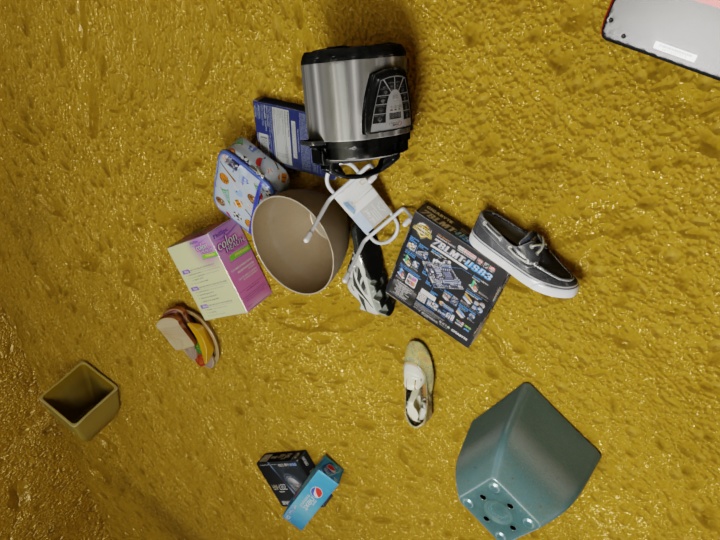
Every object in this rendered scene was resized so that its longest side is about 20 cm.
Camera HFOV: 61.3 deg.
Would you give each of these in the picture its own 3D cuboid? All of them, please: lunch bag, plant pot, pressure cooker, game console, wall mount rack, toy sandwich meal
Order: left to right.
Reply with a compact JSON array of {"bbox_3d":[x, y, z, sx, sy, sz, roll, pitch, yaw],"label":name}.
[{"bbox_3d":[-0.994,0.497,2.196,0.191,0.196,0.203,28,139,20],"label":"plant pot"},{"bbox_3d":[-0.476,0.193,1.687,0.201,0.070,0.210,19,127,27],"label":"toy sandwich meal"},{"bbox_3d":[-0.223,-0.164,1.249,0.159,0.076,0.201,39,146,7],"label":"lunch bag"},{"bbox_3d":[-0.096,-0.076,1.187,0.197,0.134,0.205,19,128,27],"label":"plant pot"},{"bbox_3d":[-0.008,-0.086,1.080,0.173,0.075,0.200,-40,123,6],"label":"wall mount rack"},{"bbox_3d":[-0.003,-0.250,0.969,0.171,0.179,0.205,-1,108,9],"label":"pressure cooker"},{"bbox_3d":[0.289,0.379,1.129,0.195,0.200,0.197,43,134,5],"label":"plant pot"},{"bbox_3d":[0.409,-0.334,0.720,0.197,0.031,0.180,30,135,20],"label":"game console"}]

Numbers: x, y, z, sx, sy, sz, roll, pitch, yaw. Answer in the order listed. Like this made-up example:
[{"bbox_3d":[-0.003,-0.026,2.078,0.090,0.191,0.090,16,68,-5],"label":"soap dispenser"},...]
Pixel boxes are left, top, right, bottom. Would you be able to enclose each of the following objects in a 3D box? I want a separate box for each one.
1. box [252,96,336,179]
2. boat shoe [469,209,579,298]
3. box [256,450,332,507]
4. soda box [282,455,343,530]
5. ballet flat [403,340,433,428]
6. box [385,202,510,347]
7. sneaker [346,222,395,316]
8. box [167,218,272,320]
[{"bbox_3d":[-0.119,-0.253,1.164,0.197,0.032,0.124,21,128,29],"label":"box"},{"bbox_3d":[0.270,-0.032,0.984,0.199,0.071,0.069,37,135,23],"label":"boat shoe"},{"bbox_3d":[-0.191,0.598,1.739,0.197,0.043,0.163,-18,105,42],"label":"box"},{"bbox_3d":[-0.127,0.596,1.625,0.067,0.064,0.202,34,113,-1],"label":"soda box"},{"bbox_3d":[0.117,0.245,1.271,0.069,0.071,0.205,12,123,31],"label":"ballet flat"},{"bbox_3d":[0.158,0.011,1.107,0.198,0.050,0.201,33,131,17],"label":"box"},{"bbox_3d":[0.000,0.000,1.202,0.087,0.074,0.204,0,116,34],"label":"sneaker"},{"bbox_3d":[-0.333,-0.001,1.442,0.173,0.097,0.204,-12,110,41],"label":"box"}]
